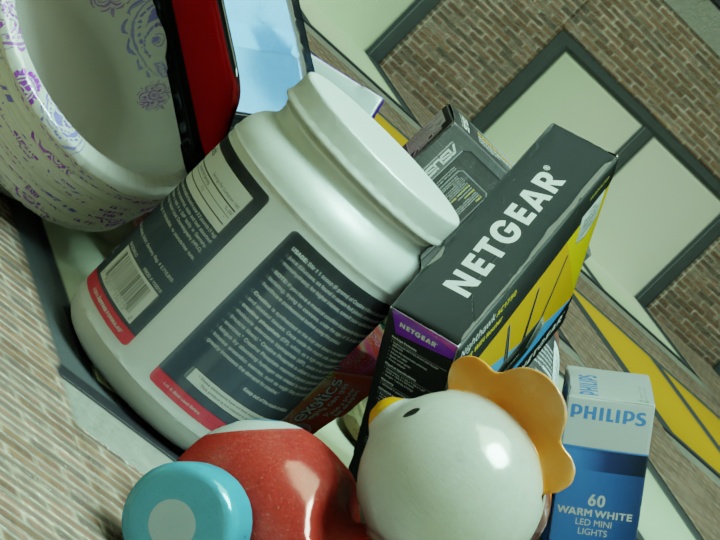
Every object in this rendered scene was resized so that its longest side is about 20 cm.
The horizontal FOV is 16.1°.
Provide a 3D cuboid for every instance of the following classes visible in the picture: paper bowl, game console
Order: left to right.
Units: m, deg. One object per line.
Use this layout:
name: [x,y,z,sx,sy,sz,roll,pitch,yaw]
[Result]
paper bowl: [-0.187,-0.120,1.577,0.201,0.104,0.201,37,41,-40]
game console: [-0.066,-0.165,1.571,0.172,0.119,0.201,6,65,-43]

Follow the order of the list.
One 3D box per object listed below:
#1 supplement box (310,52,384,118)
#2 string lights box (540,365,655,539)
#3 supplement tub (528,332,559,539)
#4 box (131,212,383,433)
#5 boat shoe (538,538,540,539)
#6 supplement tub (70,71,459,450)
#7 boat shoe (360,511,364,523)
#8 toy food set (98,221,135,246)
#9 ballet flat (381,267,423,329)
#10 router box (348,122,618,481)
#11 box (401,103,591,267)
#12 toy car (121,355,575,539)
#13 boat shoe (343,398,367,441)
supplement box: [-0.062,-0.101,1.969,0.101,0.104,0.200,32,-11,-4]
string lights box: [0.147,0.170,1.650,0.059,0.201,0.103,8,9,3]
supplement tub: [0.069,0.110,1.602,0.107,0.107,0.200,40,37,-28]
box: [-0.067,0.001,1.639,0.100,0.095,0.200,32,27,-53]
boat shoe: [0.110,0.161,1.901,0.068,0.072,0.200,52,11,30]
supplement tub: [-0.055,-0.001,1.468,0.140,0.200,0.140,44,9,-9]
boat shoe: [0.042,0.144,1.697,0.074,0.060,0.200,52,12,0]
toy food set: [-0.205,-0.104,1.752,0.144,0.060,0.200,54,8,-19]
ballet flat: [0.000,0.000,1.821,0.067,0.064,0.200,48,9,17]
router box: [0.072,0.027,1.502,0.051,0.149,0.200,29,47,15]
box: [0.053,-0.005,1.974,0.158,0.200,0.048,42,13,-19]
toy car: [0.015,0.111,1.289,0.177,0.200,0.184,47,9,14]
boat shoe: [0.042,0.087,1.875,0.071,0.065,0.200,47,16,-5]
